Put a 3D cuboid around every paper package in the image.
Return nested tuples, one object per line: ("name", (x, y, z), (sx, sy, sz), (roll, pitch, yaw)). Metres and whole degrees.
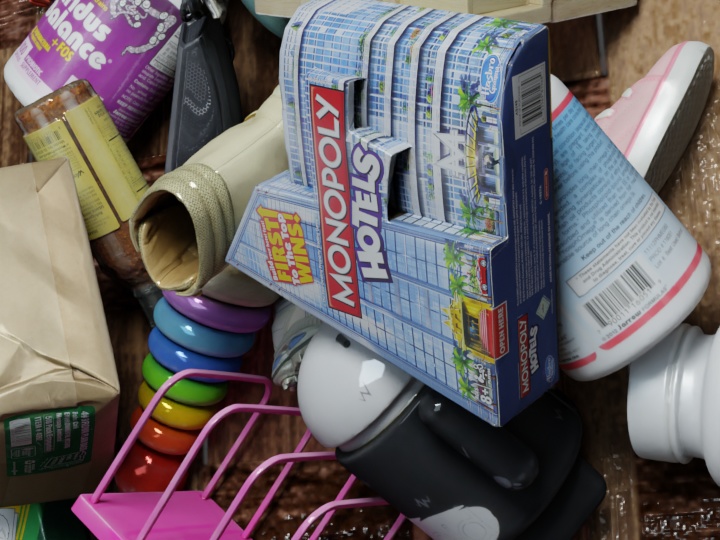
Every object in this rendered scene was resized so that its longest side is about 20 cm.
("paper package", (-0.236, 0.050, 0.932), (0.103, 0.200, 0.191), (-11, 66, -18))

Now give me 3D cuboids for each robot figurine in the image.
("robot figurine", (0.056, 0.093, 0.820), (0.200, 0.125, 0.150), (40, 137, -11))

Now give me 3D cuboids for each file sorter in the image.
("file sorter", (-0.056, 0.169, 0.874), (0.200, 0.139, 0.126), (38, 102, 28))

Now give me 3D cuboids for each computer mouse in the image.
("computer mouse", (-0.107, -0.128, 0.951), (0.053, 0.139, 0.200), (6, 114, -8))

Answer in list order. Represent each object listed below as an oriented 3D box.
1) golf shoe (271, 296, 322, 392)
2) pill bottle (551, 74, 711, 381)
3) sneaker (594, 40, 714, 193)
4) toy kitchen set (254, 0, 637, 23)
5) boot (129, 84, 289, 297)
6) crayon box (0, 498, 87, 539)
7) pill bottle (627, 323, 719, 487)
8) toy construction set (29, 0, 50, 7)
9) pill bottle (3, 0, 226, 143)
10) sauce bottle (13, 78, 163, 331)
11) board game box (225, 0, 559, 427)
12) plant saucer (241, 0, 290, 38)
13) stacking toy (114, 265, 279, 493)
("golf shoe", (0.000, 0.000, 0.906), (0.200, 0.078, 0.097), (-39, 51, 33))
("pill bottle", (0.101, -0.042, 0.768), (0.109, 0.109, 0.200), (-39, 96, 14))
("sneaker", (0.144, -0.071, 0.866), (0.105, 0.075, 0.201), (30, 97, 23))
("toy kitchen set", (0.055, -0.175, 0.907), (0.200, 0.180, 0.164), (17, 116, 42))
("boot", (-0.081, -0.035, 0.866), (0.073, 0.200, 0.155), (42, 60, 7))
("crayon box", (-0.313, 0.208, 1.047), (0.200, 0.058, 0.173), (-24, 69, 21))
("pill bottle", (0.259, 0.078, 0.756), (0.200, 0.111, 0.111), (4, 81, 28))
("toy construction set", (-0.242, -0.320, 1.107), (0.131, 0.092, 0.201), (3, 88, 3))
("pill bottle", (-0.175, -0.196, 1.034), (0.200, 0.112, 0.112), (-49, 63, 10))
("sauce bottle", (-0.181, -0.041, 0.984), (0.066, 0.066, 0.200), (-20, 105, 22))
("board game box", (0.007, -0.040, 0.722), (0.200, 0.062, 0.200), (16, 123, 38))
("plant saucer", (-0.005, -0.255, 0.964), (0.200, 0.027, 0.201), (0, 85, 2))
("stacking toy", (-0.126, 0.082, 0.961), (0.085, 0.085, 0.200), (29, 106, 29))
